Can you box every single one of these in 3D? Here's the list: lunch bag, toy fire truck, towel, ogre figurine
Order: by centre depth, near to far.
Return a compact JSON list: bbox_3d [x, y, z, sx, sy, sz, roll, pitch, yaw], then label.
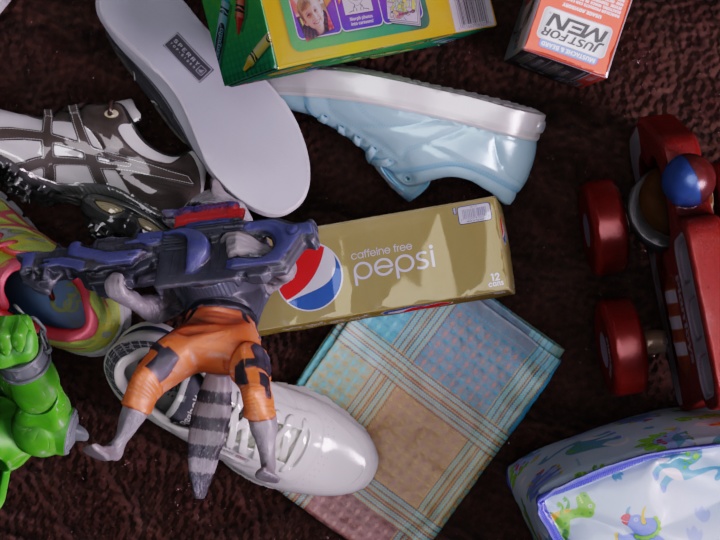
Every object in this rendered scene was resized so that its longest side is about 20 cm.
[{"bbox_3d":[0.213,-0.006,1.081,0.111,0.168,0.201,-7,81,-2],"label":"toy fire truck"},{"bbox_3d":[0.212,0.151,1.095,0.199,0.170,0.128,-24,93,-2],"label":"lunch bag"},{"bbox_3d":[-0.270,0.094,1.100,0.199,0.098,0.120,-31,125,10],"label":"ogre figurine"},{"bbox_3d":[0.031,0.095,1.161,0.146,0.022,0.200,35,91,-2],"label":"towel"}]

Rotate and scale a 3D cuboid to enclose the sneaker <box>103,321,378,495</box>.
[{"bbox_3d":[-0.080,0.101,1.111,0.199,0.080,0.077,24,89,-7],"label":"sneaker"}]

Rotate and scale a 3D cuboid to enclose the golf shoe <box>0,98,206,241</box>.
[{"bbox_3d":[-0.197,-0.084,1.126,0.199,0.078,0.095,28,81,-10],"label":"golf shoe"}]

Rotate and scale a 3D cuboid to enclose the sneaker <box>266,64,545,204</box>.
[{"bbox_3d":[0.021,-0.090,1.128,0.199,0.074,0.082,13,99,3],"label":"sneaker"}]

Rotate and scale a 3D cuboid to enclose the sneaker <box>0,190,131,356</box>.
[{"bbox_3d":[-0.245,-0.008,1.113,0.199,0.090,0.078,27,92,-2],"label":"sneaker"}]

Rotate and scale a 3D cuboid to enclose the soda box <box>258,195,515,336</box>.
[{"bbox_3d":[0.000,0.000,1.115,0.199,0.068,0.064,-9,85,8],"label":"soda box"}]

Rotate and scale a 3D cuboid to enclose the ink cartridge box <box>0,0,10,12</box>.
[{"bbox_3d":[-0.322,-0.193,1.105,0.147,0.086,0.200,40,89,-2],"label":"ink cartridge box"}]

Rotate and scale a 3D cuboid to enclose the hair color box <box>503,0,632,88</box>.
[{"bbox_3d":[0.159,-0.228,1.106,0.064,0.111,0.201,19,93,-2],"label":"hair color box"}]

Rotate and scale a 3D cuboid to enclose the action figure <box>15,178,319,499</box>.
[{"bbox_3d":[-0.117,0.035,1.046,0.199,0.105,0.194,1,63,18],"label":"action figure"}]

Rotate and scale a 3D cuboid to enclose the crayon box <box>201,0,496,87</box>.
[{"bbox_3d":[-0.010,-0.196,1.074,0.199,0.058,0.119,-17,94,-40],"label":"crayon box"}]

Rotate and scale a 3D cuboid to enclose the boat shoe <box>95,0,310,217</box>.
[{"bbox_3d":[-0.104,-0.118,1.117,0.069,0.057,0.200,-37,86,-13],"label":"boat shoe"}]
